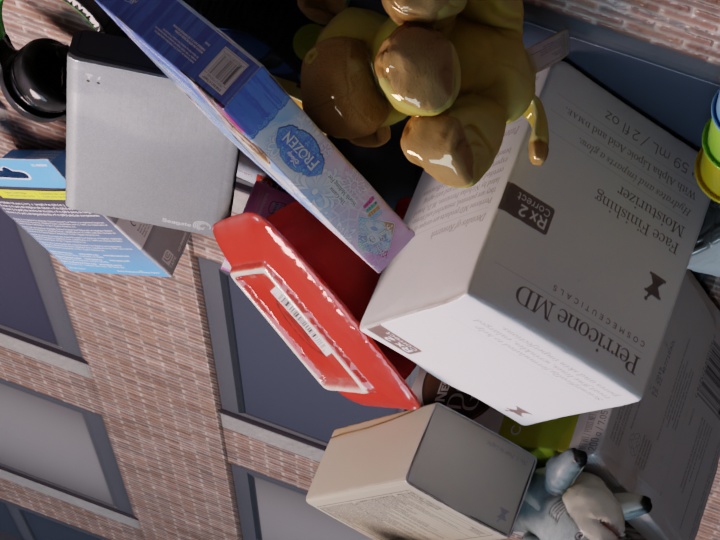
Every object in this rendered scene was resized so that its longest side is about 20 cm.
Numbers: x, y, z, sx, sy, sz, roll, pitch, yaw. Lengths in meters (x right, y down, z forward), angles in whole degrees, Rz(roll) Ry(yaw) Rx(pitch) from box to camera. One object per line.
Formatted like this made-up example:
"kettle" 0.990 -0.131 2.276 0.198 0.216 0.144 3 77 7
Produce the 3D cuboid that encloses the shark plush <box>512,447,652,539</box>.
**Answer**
"shark plush" 0.133 0.195 1.622 0.199 0.084 0.091 -1 147 43

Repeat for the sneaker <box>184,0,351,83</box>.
"sneaker" -0.066 -0.177 1.531 0.199 0.066 0.078 21 169 5

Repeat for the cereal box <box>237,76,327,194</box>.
"cereal box" -0.094 -0.131 1.682 0.143 0.040 0.200 24 160 -2

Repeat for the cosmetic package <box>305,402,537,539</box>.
"cosmetic package" 0.046 0.171 1.665 0.103 0.073 0.200 30 158 -18

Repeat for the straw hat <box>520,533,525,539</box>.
"straw hat" 0.171 0.246 1.682 0.200 0.086 0.201 20 -174 -2

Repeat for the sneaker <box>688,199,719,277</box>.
"sneaker" 0.306 -0.030 1.519 0.087 0.075 0.200 21 168 -30

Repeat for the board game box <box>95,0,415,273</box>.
"board game box" -0.074 -0.108 1.429 0.199 0.043 0.200 45 178 -42

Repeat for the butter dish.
"butter dish" 0.000 0.000 1.633 0.200 0.148 0.199 51 167 -9

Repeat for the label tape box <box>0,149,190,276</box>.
"label tape box" -0.275 -0.073 1.956 0.143 0.066 0.200 3 149 38

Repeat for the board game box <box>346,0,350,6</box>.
"board game box" -0.091 -0.256 1.409 0.199 0.029 0.135 22 158 2

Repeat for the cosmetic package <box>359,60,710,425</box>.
"cosmetic package" 0.132 -0.015 1.519 0.164 0.201 0.165 30 157 -20

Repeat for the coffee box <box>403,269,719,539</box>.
"coffee box" 0.183 0.101 1.736 0.197 0.201 0.200 5 153 37

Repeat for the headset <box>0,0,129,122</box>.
"headset" -0.230 -0.166 1.689 0.123 0.094 0.201 -3 126 29

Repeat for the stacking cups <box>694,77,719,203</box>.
"stacking cups" 0.258 -0.114 1.364 0.060 0.061 0.200 17 157 13

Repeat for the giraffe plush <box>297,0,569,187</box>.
"giraffe plush" 0.028 -0.141 1.389 0.161 0.174 0.200 0 -178 32

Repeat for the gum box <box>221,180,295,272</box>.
"gum box" -0.058 -0.017 1.813 0.113 0.067 0.200 22 174 -4

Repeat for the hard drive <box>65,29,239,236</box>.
"hard drive" -0.165 -0.105 1.639 0.138 0.033 0.200 11 146 -2
